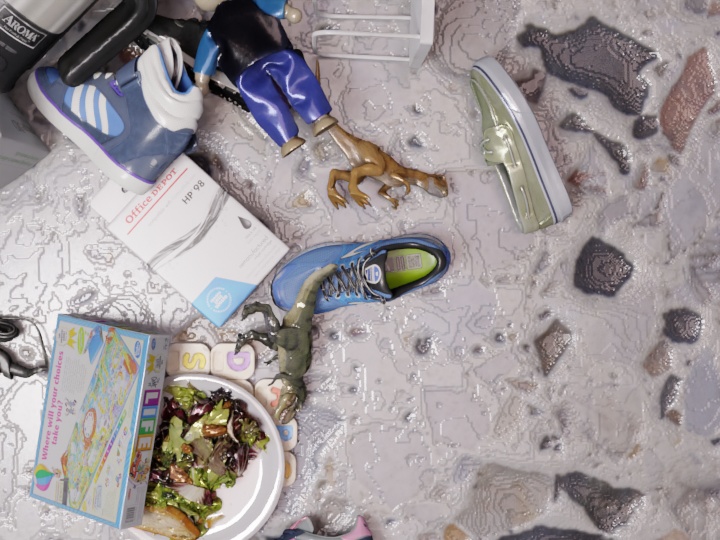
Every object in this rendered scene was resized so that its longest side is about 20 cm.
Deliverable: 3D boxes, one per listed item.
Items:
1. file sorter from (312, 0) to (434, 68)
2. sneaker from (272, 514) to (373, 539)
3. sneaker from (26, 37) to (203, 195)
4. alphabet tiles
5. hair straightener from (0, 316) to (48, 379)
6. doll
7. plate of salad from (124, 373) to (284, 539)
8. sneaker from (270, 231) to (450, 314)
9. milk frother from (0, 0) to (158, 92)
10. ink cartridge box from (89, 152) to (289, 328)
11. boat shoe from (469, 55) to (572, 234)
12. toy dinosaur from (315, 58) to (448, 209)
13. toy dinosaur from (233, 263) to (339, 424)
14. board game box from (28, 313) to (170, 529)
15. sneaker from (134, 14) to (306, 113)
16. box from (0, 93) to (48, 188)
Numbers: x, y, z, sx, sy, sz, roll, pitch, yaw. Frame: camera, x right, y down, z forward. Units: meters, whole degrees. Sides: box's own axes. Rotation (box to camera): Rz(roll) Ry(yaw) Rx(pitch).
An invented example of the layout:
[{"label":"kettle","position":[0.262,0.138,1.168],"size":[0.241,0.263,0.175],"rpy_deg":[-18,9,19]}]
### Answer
[{"label":"file sorter","position":[0.013,-0.324,1.093],"size":[0.124,0.139,0.201],"rpy_deg":[2,91,-1]},{"label":"sneaker","position":[-0.081,0.312,1.145],"size":[0.199,0.070,0.082],"rpy_deg":[-3,70,-3]},{"label":"sneaker","position":[-0.241,-0.189,1.073],"size":[0.200,0.081,0.147],"rpy_deg":[44,106,23]},{"label":"alphabet tiles","position":[-0.167,0.179,1.153],"size":[0.195,0.015,0.201],"rpy_deg":[1,91,-4]},{"label":"hair straightener","position":[-0.422,0.057,1.119],"size":[0.200,0.041,0.077],"rpy_deg":[23,89,1]},{"label":"doll","position":[-0.110,-0.215,1.070],"size":[0.136,0.048,0.200],"rpy_deg":[-32,93,4]},{"label":"plate of salad","position":[-0.181,0.211,1.122],"size":[0.199,0.048,0.201],"rpy_deg":[0,91,-1]},{"label":"sneaker","position":[0.000,0.000,1.122],"size":[0.199,0.089,0.079],"rpy_deg":[-15,92,-1]},{"label":"milk frother","position":[-0.312,-0.294,0.995],"size":[0.188,0.180,0.200],"rpy_deg":[-39,69,12]},{"label":"ink cartridge box","position":[-0.186,-0.047,1.120],"size":[0.200,0.067,0.116],"rpy_deg":[42,88,-3]},{"label":"boat shoe","position":[0.163,-0.134,1.139],"size":[0.062,0.072,0.200],"rpy_deg":[-28,95,-5]},{"label":"toy dinosaur","position":[0.000,-0.123,1.146],"size":[0.200,0.060,0.106],"rpy_deg":[35,65,-9]},{"label":"toy dinosaur","position":[-0.085,0.068,1.111],"size":[0.088,0.047,0.200],"rpy_deg":[12,119,-4]},{"label":"board game box","position":[-0.275,0.154,1.102],"size":[0.134,0.034,0.201],"rpy_deg":[10,91,30]},{"label":"sneaker","position":[-0.152,-0.240,1.124],"size":[0.200,0.076,0.088],"rpy_deg":[28,83,-12]},{"label":"box","position":[-0.455,-0.137,1.036],"size":[0.200,0.199,0.172],"rpy_deg":[-34,93,-2]}]
